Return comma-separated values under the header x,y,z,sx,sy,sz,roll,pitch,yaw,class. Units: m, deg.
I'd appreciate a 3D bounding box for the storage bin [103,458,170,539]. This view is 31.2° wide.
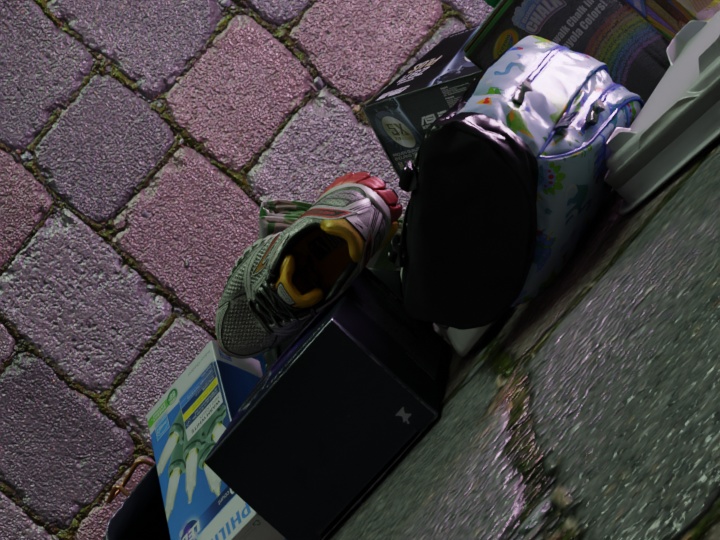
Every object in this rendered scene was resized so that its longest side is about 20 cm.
x,y,z,sx,sy,sz,roll,pitch,yaw,class
-0.168,0.253,1.152,0.135,0.145,0.200,-59,-3,30,storage bin

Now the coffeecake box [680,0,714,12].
x,y,z,sx,sy,sz,roll,pitch,yaw,class
0.299,-0.306,1.069,0.153,0.073,0.200,-37,18,13,coffeecake box

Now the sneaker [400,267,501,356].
x,y,z,sx,sy,sz,roll,pitch,yaw,class
0.072,0.011,1.033,0.075,0.081,0.200,-51,1,1,sneaker

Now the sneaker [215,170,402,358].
x,y,z,sx,sy,sz,roll,pitch,yaw,class
-0.055,0.004,0.984,0.200,0.078,0.082,-46,4,35,sneaker

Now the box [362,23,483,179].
x,y,z,sx,sy,sz,roll,pitch,yaw,class
0.129,-0.181,1.262,0.199,0.087,0.164,-9,27,47,box

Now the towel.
x,y,z,sx,sy,sz,roll,pitch,yaw,class
0.012,-0.025,1.091,0.153,0.197,0.024,115,160,-77,towel

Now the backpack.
x,y,z,sx,sy,sz,roll,pitch,yaw,class
0.113,-0.074,0.895,0.201,0.152,0.165,-69,-12,-51,backpack

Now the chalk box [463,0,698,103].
x,y,z,sx,sy,sz,roll,pitch,yaw,class
0.172,-0.203,1.064,0.125,0.200,0.124,-47,3,29,chalk box

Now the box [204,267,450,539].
x,y,z,sx,sy,sz,roll,pitch,yaw,class
-0.018,0.099,0.990,0.148,0.104,0.200,-48,2,12,box

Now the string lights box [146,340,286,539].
x,y,z,sx,sy,sz,roll,pitch,yaw,class
-0.114,0.167,1.074,0.103,0.059,0.201,-48,37,20,string lights box

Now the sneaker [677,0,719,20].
x,y,z,sx,sy,sz,roll,pitch,yaw,class
0.306,-0.275,1.235,0.105,0.076,0.200,-48,4,46,sneaker

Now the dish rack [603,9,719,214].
x,y,z,sx,sy,sz,roll,pitch,yaw,class
0.233,-0.139,0.837,0.200,0.043,0.172,-52,4,-39,dish rack

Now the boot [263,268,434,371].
x,y,z,sx,sy,sz,roll,pitch,yaw,class
-0.008,0.072,1.210,0.161,0.201,0.073,-18,-14,17,boot

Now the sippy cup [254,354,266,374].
x,y,z,sx,sy,sz,roll,pitch,yaw,class
-0.043,0.097,1.351,0.130,0.140,0.177,-37,4,-43,sippy cup
